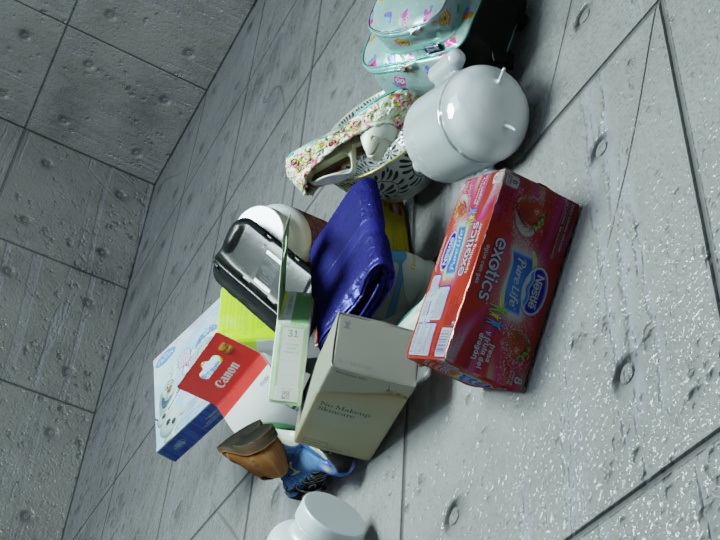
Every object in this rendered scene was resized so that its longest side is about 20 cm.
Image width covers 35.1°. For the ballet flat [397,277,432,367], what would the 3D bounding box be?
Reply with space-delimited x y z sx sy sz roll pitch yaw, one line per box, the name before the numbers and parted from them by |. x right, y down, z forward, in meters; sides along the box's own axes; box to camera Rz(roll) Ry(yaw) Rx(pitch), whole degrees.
ballet flat | 0.102 0.040 1.272 0.201 0.068 0.070 124 159 -44

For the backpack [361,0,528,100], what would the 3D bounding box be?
backpack | 0.092 -0.307 1.456 0.198 0.153 0.178 -16 46 47

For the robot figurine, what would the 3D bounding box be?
robot figurine | 0.125 -0.172 1.345 0.199 0.112 0.172 -23 88 63

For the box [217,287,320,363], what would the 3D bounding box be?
box | -0.109 0.074 1.666 0.123 0.196 0.048 -93 1 -51

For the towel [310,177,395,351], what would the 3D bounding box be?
towel | -0.007 -0.007 1.393 0.148 0.049 0.201 -53 25 27

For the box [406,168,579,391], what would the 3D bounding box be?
box | 0.132 0.011 1.146 0.099 0.094 0.203 -8 61 68

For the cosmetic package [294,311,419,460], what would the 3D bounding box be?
cosmetic package | -0.006 0.138 1.319 0.201 0.102 0.074 113 168 -55

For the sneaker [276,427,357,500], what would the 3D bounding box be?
sneaker | -0.056 0.252 1.466 0.199 0.077 0.091 168 105 -67

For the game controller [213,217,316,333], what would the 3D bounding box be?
game controller | -0.126 0.013 1.566 0.199 0.042 0.105 38 102 30

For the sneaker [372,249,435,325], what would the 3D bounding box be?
sneaker | 0.018 0.060 1.437 0.202 0.080 0.077 -62 21 21

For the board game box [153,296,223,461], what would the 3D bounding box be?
board game box | -0.238 0.155 1.739 0.200 0.043 0.201 -41 36 20

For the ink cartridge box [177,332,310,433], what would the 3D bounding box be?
ink cartridge box | -0.143 0.180 1.566 0.161 0.198 0.051 -49 22 44

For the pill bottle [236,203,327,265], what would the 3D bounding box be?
pill bottle | -0.108 -0.037 1.703 0.114 0.111 0.199 -67 -24 1

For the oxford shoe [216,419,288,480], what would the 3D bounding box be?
oxford shoe | -0.140 0.242 1.495 0.071 0.072 0.200 -33 7 -15

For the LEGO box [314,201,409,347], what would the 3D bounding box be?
LEGO box | 0.000 0.000 1.559 0.150 0.076 0.202 -57 21 32

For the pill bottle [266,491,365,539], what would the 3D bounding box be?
pill bottle | -0.072 0.360 1.303 0.202 0.111 0.112 -63 19 15

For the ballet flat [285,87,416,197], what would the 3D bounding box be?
ballet flat | -0.007 -0.156 1.451 0.198 0.075 0.065 -30 62 20

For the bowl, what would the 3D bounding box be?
bowl | 0.044 -0.156 1.539 0.198 0.095 0.202 -25 32 17

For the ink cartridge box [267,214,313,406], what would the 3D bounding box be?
ink cartridge box | -0.081 0.045 1.394 0.146 0.047 0.204 -93 10 -77
